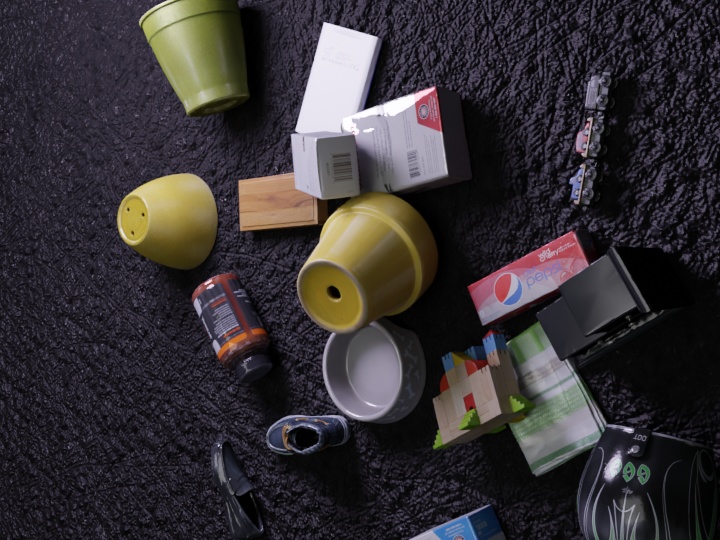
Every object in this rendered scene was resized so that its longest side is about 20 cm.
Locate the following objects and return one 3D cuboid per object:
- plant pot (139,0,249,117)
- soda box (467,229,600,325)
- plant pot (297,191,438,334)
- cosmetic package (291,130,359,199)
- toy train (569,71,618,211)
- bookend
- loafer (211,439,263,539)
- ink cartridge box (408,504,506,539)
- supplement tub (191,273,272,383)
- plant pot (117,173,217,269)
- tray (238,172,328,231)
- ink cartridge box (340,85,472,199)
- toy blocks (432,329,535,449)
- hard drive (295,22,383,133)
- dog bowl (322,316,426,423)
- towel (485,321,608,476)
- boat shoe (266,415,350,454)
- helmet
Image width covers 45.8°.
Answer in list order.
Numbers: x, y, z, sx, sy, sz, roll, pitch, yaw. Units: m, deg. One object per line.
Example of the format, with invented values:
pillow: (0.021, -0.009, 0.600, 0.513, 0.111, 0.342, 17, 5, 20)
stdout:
plant pot: (-0.302, -0.409, 1.650, 0.198, 0.199, 0.196, -15, 94, 36)
soda box: (0.265, 0.013, 1.292, 0.199, 0.063, 0.071, -32, 72, 33)
plant pot: (0.000, 0.000, 1.373, 0.198, 0.189, 0.204, 15, 122, 25)
cosmetic package: (-0.063, -0.182, 1.443, 0.200, 0.073, 0.104, -153, 57, -70)
toy train: (0.339, -0.190, 1.252, 0.045, 0.034, 0.204, 12, 97, 39)
bookend: (0.323, 0.058, 1.165, 0.198, 0.199, 0.093, -37, 69, 30)
loafer: (-0.239, 0.429, 1.676, 0.070, 0.068, 0.204, -21, 83, 27)
ink cartridge box: (0.176, 0.499, 1.351, 0.144, 0.083, 0.203, -33, 72, 32)
supplement tub: (-0.243, 0.114, 1.648, 0.107, 0.106, 0.202, -41, 67, 29)
plant pot: (-0.411, -0.103, 1.749, 0.197, 0.141, 0.204, 0, 91, 36)
tray: (-0.150, -0.130, 1.618, 0.197, 0.037, 0.101, -3, 89, 36)
ink cartridge box: (0.074, -0.203, 1.419, 0.198, 0.082, 0.150, -11, 85, 37)
toy blocks: (0.175, 0.182, 1.337, 0.200, 0.099, 0.139, -42, 53, 47)
hard drive: (-0.040, -0.332, 1.539, 0.131, 0.025, 0.203, 25, 105, 34)
dog bowl: (0.017, 0.170, 1.483, 0.198, 0.058, 0.204, 1, 92, 37)
towel: (0.276, 0.195, 1.306, 0.149, 0.030, 0.202, -37, 69, 30)
boat shoe: (-0.120, 0.303, 1.566, 0.198, 0.090, 0.072, -17, 81, 36)
helmet: (0.383, 0.317, 1.141, 0.198, 0.199, 0.194, 7, 78, 36)
